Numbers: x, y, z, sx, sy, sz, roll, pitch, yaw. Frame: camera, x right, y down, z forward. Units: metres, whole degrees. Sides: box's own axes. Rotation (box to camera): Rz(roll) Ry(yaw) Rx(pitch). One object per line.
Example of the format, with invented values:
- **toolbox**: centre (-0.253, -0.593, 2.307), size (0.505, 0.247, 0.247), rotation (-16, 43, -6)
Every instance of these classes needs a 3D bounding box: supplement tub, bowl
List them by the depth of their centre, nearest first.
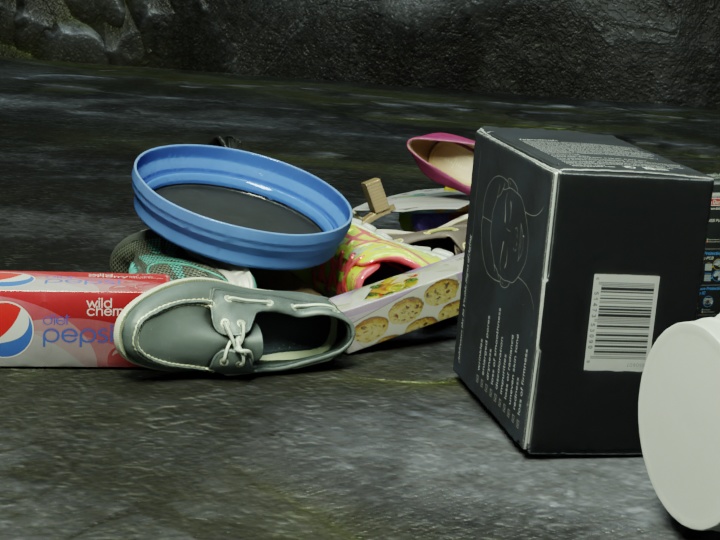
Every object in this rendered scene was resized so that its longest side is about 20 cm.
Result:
- **supplement tub**: centre (0.286, 0.089, 0.968), size (0.198, 0.147, 0.145), rotation (-2, 13, -21)
- **bowl**: centre (-0.107, -0.056, 1.407), size (0.199, 0.040, 0.201), rotation (13, 21, -5)

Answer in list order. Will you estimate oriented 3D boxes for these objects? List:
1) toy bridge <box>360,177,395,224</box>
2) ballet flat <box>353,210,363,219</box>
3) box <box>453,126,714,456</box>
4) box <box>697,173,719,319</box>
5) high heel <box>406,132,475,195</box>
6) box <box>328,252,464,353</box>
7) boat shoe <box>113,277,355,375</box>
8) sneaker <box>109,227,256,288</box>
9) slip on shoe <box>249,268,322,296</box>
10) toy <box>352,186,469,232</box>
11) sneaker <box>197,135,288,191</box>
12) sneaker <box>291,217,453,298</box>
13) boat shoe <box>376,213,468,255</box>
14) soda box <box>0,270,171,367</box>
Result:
- **toy bridge**: centre (-0.057, -0.027, 1.548), size (0.199, 0.068, 0.027), rotation (-21, 8, -10)
- **ballet flat**: centre (-0.056, -0.040, 1.656), size (0.199, 0.068, 0.062), rotation (15, -8, 35)
- **box**: centre (0.155, 0.009, 1.164), size (0.123, 0.202, 0.197), rotation (2, 13, -14)
- **box**: centre (0.212, 0.000, 1.315), size (0.198, 0.160, 0.046), rotation (-1, 12, -14)
- **high heel**: centre (0.139, -0.095, 1.563), size (0.199, 0.068, 0.096), rotation (28, 8, 41)
- **box**: centre (0.062, 0.019, 1.363), size (0.199, 0.042, 0.039), rotation (-18, 22, -24)
- **boat shoe**: centre (-0.093, 0.046, 1.236), size (0.199, 0.074, 0.062), rotation (1, 8, -35)
- **sneaker**: centre (-0.175, 0.010, 1.379), size (0.091, 0.078, 0.199), rotation (-12, 17, -37)
- **slip on shoe**: centre (-0.092, 0.009, 1.421), size (0.076, 0.061, 0.199), rotation (-6, 15, -36)
- **toy**: centre (0.081, -0.059, 1.665), size (0.114, 0.048, 0.200), rotation (-1, 11, 22)
- **sneaker**: centre (-0.119, -0.096, 1.581), size (0.076, 0.091, 0.200), rotation (-26, 5, 17)
- **sneaker**: centre (0.000, 0.000, 1.446), size (0.198, 0.079, 0.090), rotation (9, 14, 21)
- **boat shoe**: centre (0.083, -0.012, 1.548), size (0.198, 0.072, 0.060), rotation (-4, 20, -16)
- **soda box**: centre (-0.248, 0.038, 1.253), size (0.198, 0.064, 0.070), rotation (0, 13, -9)
